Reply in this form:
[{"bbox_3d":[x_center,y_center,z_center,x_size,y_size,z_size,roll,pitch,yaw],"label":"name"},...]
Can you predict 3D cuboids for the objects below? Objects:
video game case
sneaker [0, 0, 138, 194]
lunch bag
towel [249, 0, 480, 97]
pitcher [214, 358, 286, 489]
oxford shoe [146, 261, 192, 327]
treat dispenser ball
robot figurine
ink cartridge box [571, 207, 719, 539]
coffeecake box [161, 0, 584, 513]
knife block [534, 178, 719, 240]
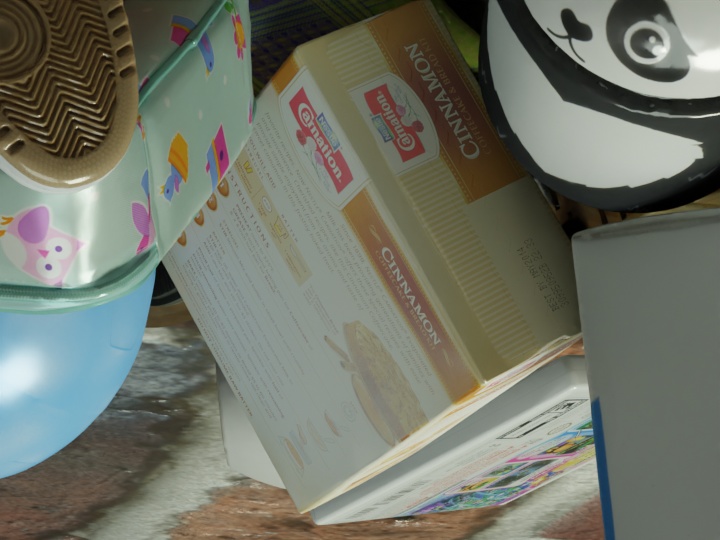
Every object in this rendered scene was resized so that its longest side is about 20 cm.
[{"bbox_3d":[0.096,0.095,1.201,0.199,0.024,0.181,-32,159,35],"label":"video game case"},{"bbox_3d":[-0.147,-0.102,0.721,0.070,0.201,0.109,-29,173,-26],"label":"sneaker"},{"bbox_3d":[-0.132,-0.061,0.805,0.159,0.200,0.078,4,119,14],"label":"lunch bag"},{"bbox_3d":[-0.031,-0.089,0.951,0.199,0.023,0.143,-12,149,34],"label":"towel"},{"bbox_3d":[0.014,0.058,1.232,0.198,0.122,0.172,-7,162,-1],"label":"pitcher"},{"bbox_3d":[-0.093,-0.011,1.134,0.084,0.073,0.200,2,170,-28],"label":"oxford shoe"},{"bbox_3d":[-0.193,-0.002,0.958,0.199,0.203,0.201,2,160,1],"label":"treat dispenser ball"},{"bbox_3d":[0.106,-0.095,0.779,0.149,0.126,0.200,0,161,-2],"label":"robot figurine"},{"bbox_3d":[0.181,0.047,0.866,0.085,0.148,0.199,-7,178,39],"label":"ink cartridge box"},{"bbox_3d":[0.000,0.000,0.916,0.073,0.154,0.200,-25,171,-30],"label":"coffeecake box"},{"bbox_3d":[0.121,-0.036,0.968,0.174,0.065,0.200,-16,159,2],"label":"knife block"}]
